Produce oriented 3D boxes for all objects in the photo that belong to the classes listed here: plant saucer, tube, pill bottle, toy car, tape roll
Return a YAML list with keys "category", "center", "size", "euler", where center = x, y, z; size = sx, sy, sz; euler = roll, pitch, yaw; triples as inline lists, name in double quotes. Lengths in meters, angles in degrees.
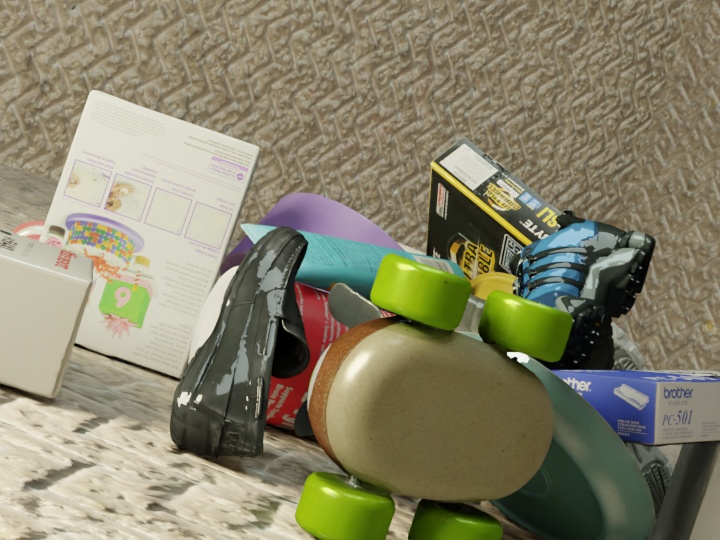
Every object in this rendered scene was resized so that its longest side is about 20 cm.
- category: "plant saucer"
  center: [0.113, 0.127, 0.899]
  size: [0.200, 0.027, 0.200]
  euler: [37, -27, 23]
- category: "tube"
  center: [0.000, 0.000, 1.046]
  size: [0.200, 0.050, 0.077]
  euler: [13, 18, -40]
- category: "pill bottle"
  center: [-0.025, 0.076, 1.018]
  size: [0.200, 0.112, 0.112]
  euler: [19, 3, -22]
- category: "toy car"
  center: [0.011, 0.073, 0.824]
  size: [0.158, 0.164, 0.200]
  euler: [18, 1, -31]
- category: "tape roll"
  center: [-0.027, 0.030, 1.193]
  size: [0.200, 0.085, 0.200]
  euler: [31, -28, 19]

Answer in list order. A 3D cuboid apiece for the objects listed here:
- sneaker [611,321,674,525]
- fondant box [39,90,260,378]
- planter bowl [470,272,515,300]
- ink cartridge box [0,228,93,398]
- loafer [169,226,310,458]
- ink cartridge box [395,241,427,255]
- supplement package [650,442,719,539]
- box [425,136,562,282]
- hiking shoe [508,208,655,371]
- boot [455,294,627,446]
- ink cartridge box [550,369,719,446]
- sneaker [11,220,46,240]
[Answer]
- category: "sneaker"
  center: [0.200, 0.133, 1.120]
  size: [0.078, 0.200, 0.099]
  euler: [-25, 14, -37]
- category: "fondant box"
  center: [-0.181, -0.030, 1.065]
  size: [0.144, 0.200, 0.058]
  euler: [19, 1, -5]
- category: "planter bowl"
  center: [0.108, 0.108, 1.105]
  size: [0.083, 0.201, 0.200]
  euler: [-19, 24, -28]
- category: "ink cartridge box"
  center: [-0.283, 0.006, 0.860]
  size: [0.200, 0.084, 0.146]
  euler: [18, 3, -13]
- category: "loafer"
  center: [-0.066, 0.048, 0.879]
  size: [0.070, 0.068, 0.201]
  euler: [18, 44, 3]
- category: "ink cartridge box"
  center: [-0.018, 0.033, 1.386]
  size: [0.050, 0.161, 0.200]
  euler: [23, 0, -42]
- category: "supplement package"
  center: [0.299, 0.191, 0.988]
  size: [0.117, 0.117, 0.200]
  euler: [19, 2, 9]
- category: "box"
  center: [0.129, -0.002, 1.145]
  size: [0.160, 0.049, 0.200]
  euler: [40, -23, 22]
- category: "hiking shoe"
  center: [0.140, 0.025, 0.958]
  size: [0.087, 0.074, 0.200]
  euler: [25, 39, 26]
- category: "boot"
  center: [0.129, 0.111, 0.990]
  size: [0.130, 0.200, 0.068]
  euler: [-1, -25, -1]
- category: "ink cartridge box"
  center: [0.228, 0.094, 0.920]
  size: [0.200, 0.044, 0.094]
  euler: [4, -1, -44]
- category: "sneaker"
  center: [-0.249, 0.016, 1.265]
  size: [0.200, 0.074, 0.087]
  euler: [15, 18, -19]
